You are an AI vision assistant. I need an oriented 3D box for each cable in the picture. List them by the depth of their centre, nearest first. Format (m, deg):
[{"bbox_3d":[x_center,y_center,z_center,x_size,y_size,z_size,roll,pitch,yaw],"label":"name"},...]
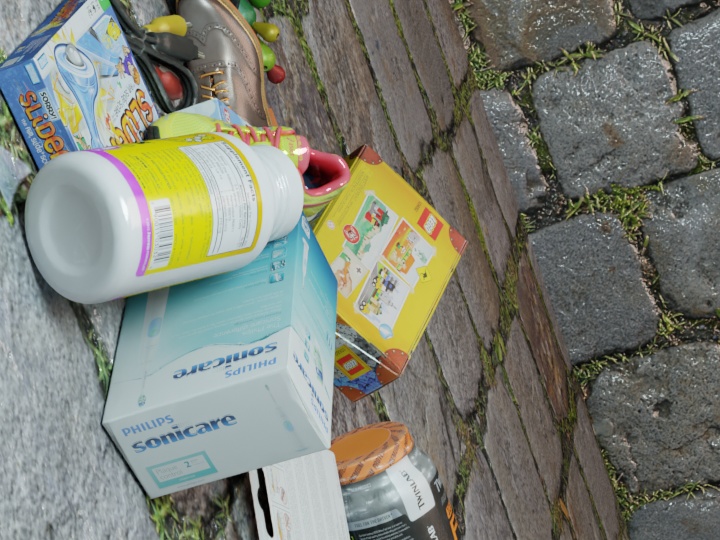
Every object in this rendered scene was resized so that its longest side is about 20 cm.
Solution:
[{"bbox_3d":[-0.195,-0.188,1.485,0.200,0.050,0.097,12,79,-61],"label":"cable"}]

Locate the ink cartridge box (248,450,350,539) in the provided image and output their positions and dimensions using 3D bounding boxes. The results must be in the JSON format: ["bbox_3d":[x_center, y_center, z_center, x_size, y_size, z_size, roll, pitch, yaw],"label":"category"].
[{"bbox_3d":[-0.066,0.215,1.468,0.200,0.057,0.163,31,43,-58],"label":"ink cartridge box"}]

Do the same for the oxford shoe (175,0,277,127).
[{"bbox_3d":[-0.127,-0.174,1.636,0.073,0.071,0.200,-70,141,-61],"label":"oxford shoe"}]

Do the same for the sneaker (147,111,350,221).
[{"bbox_3d":[-0.088,-0.093,1.414,0.200,0.090,0.078,14,60,-47],"label":"sneaker"}]

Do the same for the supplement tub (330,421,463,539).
[{"bbox_3d":[0.032,0.253,1.634,0.123,0.122,0.200,-67,138,-70],"label":"supplement tub"}]

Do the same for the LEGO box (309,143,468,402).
[{"bbox_3d":[0.000,0.000,1.663,0.149,0.077,0.200,44,46,-15],"label":"LEGO box"}]

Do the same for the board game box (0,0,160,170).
[{"bbox_3d":[-0.208,-0.126,1.313,0.200,0.034,0.135,-76,147,-65],"label":"board game box"}]

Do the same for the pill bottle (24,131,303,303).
[{"bbox_3d":[-0.132,-0.043,1.220,0.200,0.104,0.104,-14,87,-51],"label":"pill bottle"}]

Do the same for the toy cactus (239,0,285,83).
[{"bbox_3d":[-0.127,-0.301,1.774,0.165,0.102,0.200,20,62,-62],"label":"toy cactus"}]

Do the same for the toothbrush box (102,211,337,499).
[{"bbox_3d":[-0.099,0.058,1.288,0.200,0.146,0.085,-89,158,-54],"label":"toothbrush box"}]

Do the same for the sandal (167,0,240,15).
[{"bbox_3d":[-0.165,-0.320,1.640,0.048,0.075,0.201,-64,134,-65],"label":"sandal"}]

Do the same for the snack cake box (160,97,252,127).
[{"bbox_3d":[-0.115,-0.036,1.513,0.115,0.067,0.200,30,44,-69],"label":"snack cake box"}]
